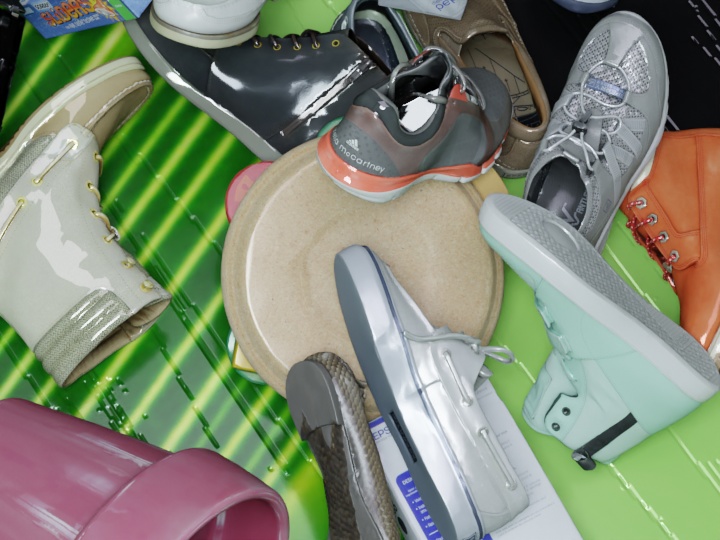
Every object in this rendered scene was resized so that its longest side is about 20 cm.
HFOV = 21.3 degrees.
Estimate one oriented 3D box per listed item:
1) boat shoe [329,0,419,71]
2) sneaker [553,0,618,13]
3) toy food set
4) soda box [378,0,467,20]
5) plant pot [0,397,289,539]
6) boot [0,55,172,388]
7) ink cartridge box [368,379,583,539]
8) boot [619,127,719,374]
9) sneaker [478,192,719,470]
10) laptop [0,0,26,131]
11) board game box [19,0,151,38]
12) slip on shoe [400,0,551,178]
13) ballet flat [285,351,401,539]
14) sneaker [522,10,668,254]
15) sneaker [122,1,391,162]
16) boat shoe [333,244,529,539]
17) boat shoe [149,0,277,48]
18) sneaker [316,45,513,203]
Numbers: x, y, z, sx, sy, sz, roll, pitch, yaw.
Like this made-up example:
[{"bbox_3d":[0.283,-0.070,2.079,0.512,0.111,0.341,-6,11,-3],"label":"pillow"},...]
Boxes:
[{"bbox_3d":[0.024,-0.103,1.345,0.072,0.062,0.201,-11,69,-13],"label":"boat shoe"},{"bbox_3d":[0.167,-0.269,1.439,0.069,0.109,0.201,8,36,-1],"label":"sneaker"},{"bbox_3d":[0.000,0.000,1.279,0.196,0.049,0.202,13,87,-9],"label":"toy food set"},{"bbox_3d":[0.050,-0.275,1.388,0.063,0.068,0.201,9,49,-10],"label":"soda box"},{"bbox_3d":[-0.168,0.173,1.143,0.178,0.201,0.200,29,65,23],"label":"plant pot"},{"bbox_3d":[-0.177,-0.034,1.285,0.155,0.072,0.200,42,73,11],"label":"boot"},{"bbox_3d":[0.085,0.172,1.248,0.099,0.039,0.201,-24,73,-15],"label":"ink cartridge box"},{"bbox_3d":[0.225,-0.014,1.333,0.106,0.075,0.201,11,60,4],"label":"boot"},{"bbox_3d":[0.126,0.047,1.250,0.200,0.118,0.074,42,25,-12],"label":"sneaker"},{"bbox_3d":[-0.324,-0.161,1.275,0.176,0.103,0.202,19,67,-26],"label":"laptop"},{"bbox_3d":[-0.146,-0.253,1.353,0.034,0.135,0.201,46,63,-27],"label":"board game box"},{"bbox_3d":[0.083,-0.164,1.379,0.075,0.061,0.201,-15,70,-13],"label":"slip on shoe"},{"bbox_3d":[0.001,0.149,1.222,0.046,0.067,0.202,-10,81,-46],"label":"ballet flat"},{"bbox_3d":[0.157,-0.081,1.299,0.074,0.082,0.202,15,87,18],"label":"sneaker"},{"bbox_3d":[-0.066,-0.149,1.325,0.200,0.075,0.106,40,103,1],"label":"sneaker"},{"bbox_3d":[0.055,0.068,1.219,0.086,0.075,0.203,-23,81,-15],"label":"boat shoe"},{"bbox_3d":[-0.084,-0.209,1.284,0.074,0.069,0.200,20,30,7],"label":"boat shoe"},{"bbox_3d":[0.053,-0.105,1.240,0.077,0.082,0.200,38,35,14],"label":"sneaker"}]
